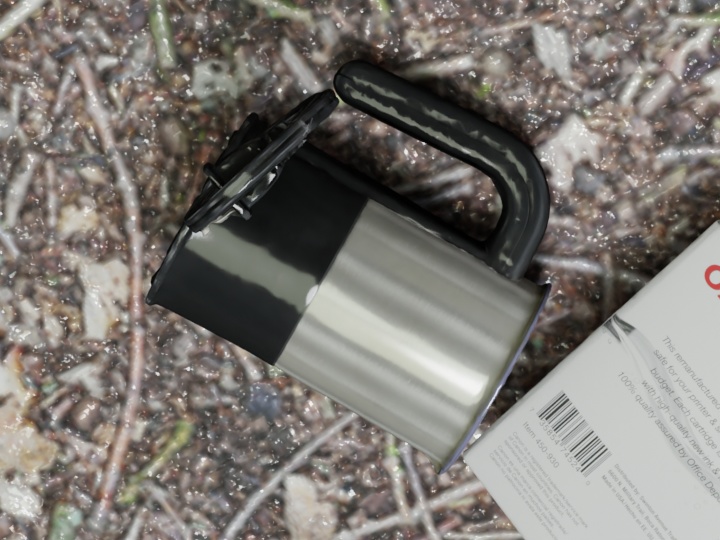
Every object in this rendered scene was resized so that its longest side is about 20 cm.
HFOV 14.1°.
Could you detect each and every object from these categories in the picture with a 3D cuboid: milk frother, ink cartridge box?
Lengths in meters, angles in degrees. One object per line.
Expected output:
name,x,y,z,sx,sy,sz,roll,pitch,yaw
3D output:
milk frother,0.000,0.000,1.496,0.188,0.200,0.181,29,111,-1
ink cartridge box,0.178,0.087,1.531,0.200,0.083,0.147,-43,76,24
